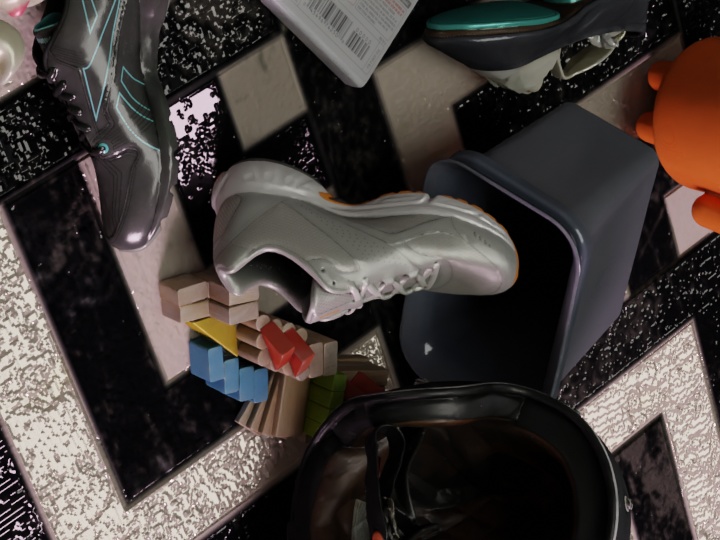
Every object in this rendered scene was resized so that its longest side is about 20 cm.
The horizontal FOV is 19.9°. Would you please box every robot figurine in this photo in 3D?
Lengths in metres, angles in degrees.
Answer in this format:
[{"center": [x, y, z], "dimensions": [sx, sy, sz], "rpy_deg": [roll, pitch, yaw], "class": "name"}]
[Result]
[{"center": [0.289, -0.102, 1.466], "dimensions": [0.144, 0.199, 0.117], "rpy_deg": [-48, 126, -19], "class": "robot figurine"}]

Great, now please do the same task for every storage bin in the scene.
[{"center": [0.114, -0.014, 1.388], "dimensions": [0.134, 0.145, 0.201], "rpy_deg": [-37, 149, -38], "class": "storage bin"}]

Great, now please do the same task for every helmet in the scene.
[{"center": [0.071, 0.163, 1.315], "dimensions": [0.189, 0.200, 0.202], "rpy_deg": [10, 96, -30], "class": "helmet"}]

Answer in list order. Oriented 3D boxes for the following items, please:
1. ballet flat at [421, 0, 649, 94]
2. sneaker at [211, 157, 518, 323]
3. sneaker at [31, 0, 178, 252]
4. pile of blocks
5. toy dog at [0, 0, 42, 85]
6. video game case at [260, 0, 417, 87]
[{"center": [0.126, -0.159, 1.405], "dimensions": [0.199, 0.073, 0.074], "rpy_deg": [-23, 116, -35], "class": "ballet flat"}, {"center": [0.000, 0.000, 1.278], "dimensions": [0.198, 0.093, 0.076], "rpy_deg": [10, 141, -5], "class": "sneaker"}, {"center": [-0.153, -0.110, 1.197], "dimensions": [0.079, 0.075, 0.202], "rpy_deg": [-6, 99, -26], "class": "sneaker"}, {"center": [-0.050, 0.067, 1.326], "dimensions": [0.199, 0.062, 0.083], "rpy_deg": [33, 81, -40], "class": "pile of blocks"}, {"center": [-0.244, -0.169, 1.073], "dimensions": [0.199, 0.140, 0.195], "rpy_deg": [-23, 79, -31], "class": "toy dog"}, {"center": [-0.016, -0.246, 1.294], "dimensions": [0.200, 0.023, 0.183], "rpy_deg": [41, 76, -38], "class": "video game case"}]
